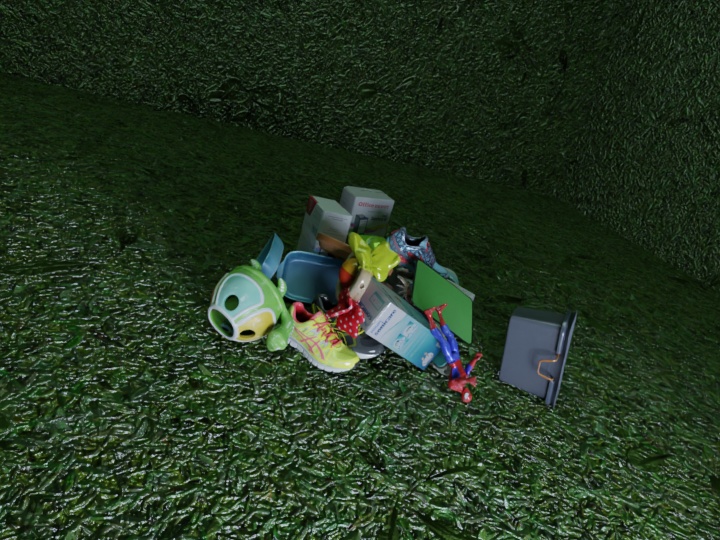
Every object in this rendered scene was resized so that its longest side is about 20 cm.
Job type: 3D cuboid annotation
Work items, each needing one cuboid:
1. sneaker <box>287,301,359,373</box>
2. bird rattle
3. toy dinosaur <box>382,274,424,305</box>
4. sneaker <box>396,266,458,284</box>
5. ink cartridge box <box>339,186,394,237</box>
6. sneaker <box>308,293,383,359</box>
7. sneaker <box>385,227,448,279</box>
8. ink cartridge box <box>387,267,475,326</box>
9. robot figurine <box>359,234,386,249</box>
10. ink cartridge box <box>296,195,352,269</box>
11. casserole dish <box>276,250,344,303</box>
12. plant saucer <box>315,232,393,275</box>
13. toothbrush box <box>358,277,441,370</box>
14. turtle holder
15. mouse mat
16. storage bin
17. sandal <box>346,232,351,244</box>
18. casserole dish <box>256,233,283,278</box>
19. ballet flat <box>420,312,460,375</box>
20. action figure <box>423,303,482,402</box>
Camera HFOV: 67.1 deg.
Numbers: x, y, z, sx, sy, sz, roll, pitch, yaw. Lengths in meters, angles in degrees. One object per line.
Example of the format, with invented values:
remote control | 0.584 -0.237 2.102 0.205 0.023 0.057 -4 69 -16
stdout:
sneaker | -0.083 0.132 1.102 0.197 0.092 0.078 27 23 22
bird rattle | -0.006 0.024 1.108 0.110 0.204 0.163 17 13 -16
toy dinosaur | 0.056 0.060 1.285 0.198 0.136 0.086 25 22 -42
sneaker | 0.205 0.013 1.619 0.195 0.076 0.082 13 19 -6
ink cartridge box | 0.001 -0.139 1.637 0.143 0.204 0.087 1 26 -34
sneaker | -0.035 0.120 1.174 0.197 0.086 0.074 24 24 18
sneaker | 0.157 -0.038 1.402 0.197 0.096 0.080 30 28 -15
ink cartridge box | 0.182 0.069 1.451 0.198 0.089 0.144 30 26 33
robot figurine | 0.012 -0.038 1.500 0.197 0.118 0.174 6 -16 39
ink cartridge box | -0.104 -0.074 1.423 0.081 0.204 0.146 8 19 -25
casserole dish | -0.109 0.025 1.329 0.195 0.124 0.039 11 -14 -10
plant saucer | -0.017 -0.032 1.274 0.197 0.033 0.200 26 -2 1
toothbrush box | 0.071 0.107 1.177 0.199 0.086 0.147 35 9 -34
turtle holder | -0.220 0.086 1.088 0.187 0.140 0.131 54 46 -3
mouse mat | 0.202 0.075 1.318 0.198 0.008 0.163 36 39 -18
storage bin | 0.387 0.183 1.205 0.132 0.205 0.145 13 19 24
sandal | -0.001 0.000 1.392 0.079 0.204 0.057 -26 -3 6
casserole dish | -0.227 -0.012 1.300 0.038 0.122 0.201 33 18 -16
ballet flat | 0.172 0.175 1.241 0.064 0.076 0.201 40 14 -31
action figure | 0.203 0.165 1.105 0.064 0.205 0.098 -11 -9 -41
